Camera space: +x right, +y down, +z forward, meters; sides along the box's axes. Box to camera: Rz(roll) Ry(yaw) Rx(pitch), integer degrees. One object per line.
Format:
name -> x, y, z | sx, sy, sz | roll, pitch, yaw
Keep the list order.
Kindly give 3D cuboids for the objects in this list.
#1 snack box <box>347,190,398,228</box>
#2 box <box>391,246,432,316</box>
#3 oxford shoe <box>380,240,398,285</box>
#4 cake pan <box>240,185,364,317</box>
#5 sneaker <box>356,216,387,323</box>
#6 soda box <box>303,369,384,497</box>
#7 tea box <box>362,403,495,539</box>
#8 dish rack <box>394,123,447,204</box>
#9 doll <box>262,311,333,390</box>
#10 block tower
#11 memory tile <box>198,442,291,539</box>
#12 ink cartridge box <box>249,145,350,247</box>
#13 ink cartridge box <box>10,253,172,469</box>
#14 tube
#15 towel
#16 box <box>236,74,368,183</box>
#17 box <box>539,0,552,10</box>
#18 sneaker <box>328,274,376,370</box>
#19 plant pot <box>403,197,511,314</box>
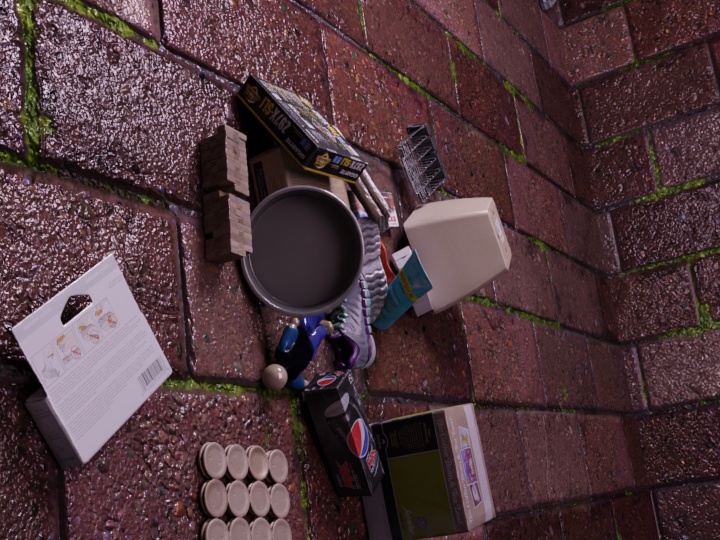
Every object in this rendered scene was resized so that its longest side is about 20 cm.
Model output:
snack box -> 0.018, -0.119, 1.881 | 0.199, 0.024, 0.074 | -6, 83, -62
box -> 0.105, 0.024, 1.884 | 0.201, 0.041, 0.039 | 64, 2, -57
oxford shoe -> 0.024, -0.019, 1.818 | 0.073, 0.070, 0.202 | -101, 165, -61
cake pan -> -0.092, -0.030, 1.488 | 0.037, 0.196, 0.205 | -176, -111, -83
sneaker -> 0.000, 0.000, 1.740 | 0.073, 0.081, 0.205 | -5, 99, -34
soda box -> -0.025, 0.268, 1.545 | 0.063, 0.069, 0.204 | -46, 123, -57
tea box -> 0.108, 0.351, 1.635 | 0.133, 0.193, 0.205 | 4, 73, -60
dish rack -> 0.130, -0.238, 2.118 | 0.156, 0.054, 0.200 | 66, 31, -14
doll -> -0.099, 0.130, 1.515 | 0.200, 0.047, 0.139 | -51, 142, -56
block tower -> -0.205, -0.113, 1.436 | 0.054, 0.057, 0.205 | 22, 59, -56
memory tile -> -0.162, 0.325, 1.341 | 0.199, 0.017, 0.157 | 23, 57, -56
ink cartridge box -> -0.095, -0.112, 1.617 | 0.199, 0.074, 0.169 | 2, 74, -61
ink cartridge box -> -0.324, 0.103, 1.122 | 0.176, 0.043, 0.200 | 66, 29, -16
tube -> 0.075, 0.043, 1.733 | 0.050, 0.200, 0.078 | -18, 70, -33
towel -> -0.003, -0.168, 1.742 | 0.202, 0.034, 0.133 | 58, -5, 8
box -> -0.097, -0.238, 1.591 | 0.200, 0.050, 0.159 | 48, 18, 25
box -> 0.704, -1.094, 3.599 | 0.164, 0.048, 0.200 | 64, 30, -17
sneaker -> -0.026, 0.077, 1.656 | 0.087, 0.073, 0.205 | -14, 90, -57
plant pot -> 0.220, -0.052, 2.024 | 0.200, 0.174, 0.204 | -50, 121, -70
